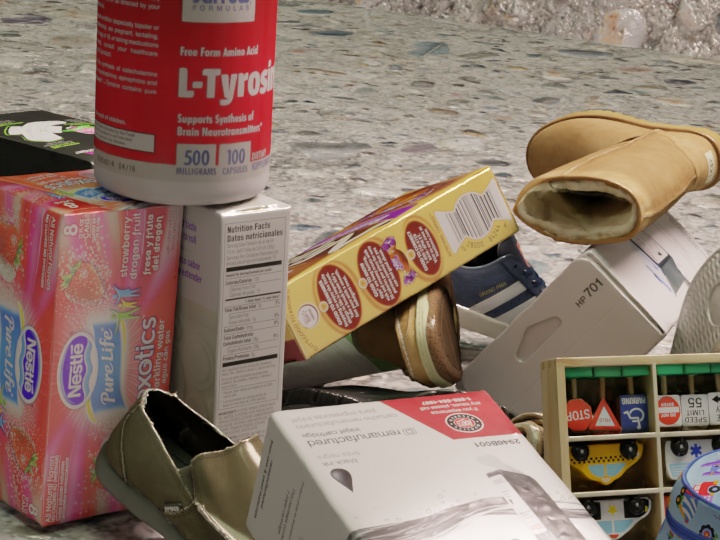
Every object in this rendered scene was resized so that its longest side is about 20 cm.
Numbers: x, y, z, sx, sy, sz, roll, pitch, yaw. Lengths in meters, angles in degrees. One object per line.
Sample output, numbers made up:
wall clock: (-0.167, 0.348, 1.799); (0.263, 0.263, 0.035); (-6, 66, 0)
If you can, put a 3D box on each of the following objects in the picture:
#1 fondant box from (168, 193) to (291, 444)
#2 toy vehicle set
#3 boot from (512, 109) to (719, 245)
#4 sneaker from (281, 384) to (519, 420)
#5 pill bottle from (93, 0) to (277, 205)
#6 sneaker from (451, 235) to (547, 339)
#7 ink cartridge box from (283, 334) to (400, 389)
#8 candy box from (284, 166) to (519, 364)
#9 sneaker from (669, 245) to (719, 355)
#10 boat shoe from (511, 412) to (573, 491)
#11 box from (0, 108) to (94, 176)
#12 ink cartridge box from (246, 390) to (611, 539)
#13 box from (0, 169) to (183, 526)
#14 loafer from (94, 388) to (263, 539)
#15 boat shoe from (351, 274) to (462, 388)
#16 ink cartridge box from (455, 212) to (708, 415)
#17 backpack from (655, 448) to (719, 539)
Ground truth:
fondant box: (-0.110, 0.041, 1.278); (0.058, 0.202, 0.144); (-7, 18, -36)
toy vehicle set: (0.212, 0.116, 1.244); (0.198, 0.126, 0.026); (-1, -7, -18)
boot: (0.164, -0.069, 1.439); (0.174, 0.067, 0.200); (-1, 14, 32)
sneaker: (0.028, 0.107, 1.331); (0.198, 0.077, 0.091); (10, 6, 3)
pill bottle: (-0.107, -0.149, 1.203); (0.111, 0.202, 0.112); (3, 15, -1)
sneaker: (0.131, 0.016, 1.597); (0.198, 0.085, 0.075); (19, 10, -11)
ink cartridge box: (-0.067, 0.065, 1.445); (0.199, 0.048, 0.145); (-5, 29, -34)
candy box: (0.000, 0.000, 1.362); (0.199, 0.057, 0.116); (-32, 8, -30)
sneaker: (0.276, 0.061, 1.334); (0.117, 0.202, 0.074); (7, 35, -14)
boat shoe: (0.112, 0.128, 1.253); (0.198, 0.065, 0.072); (-4, 33, -21)
box: (-0.253, -0.044, 1.633); (0.199, 0.150, 0.124); (15, 17, 36)
ink cartridge box: (0.046, 0.157, 1.041); (0.143, 0.084, 0.200); (-4, 33, -28)
box: (-0.183, 0.046, 1.236); (0.094, 0.202, 0.102); (-7, 20, -42)
loafer: (-0.078, 0.135, 1.150); (0.199, 0.070, 0.075); (30, 27, 28)
boat shoe: (0.031, 0.046, 1.390); (0.075, 0.072, 0.200); (-11, 6, 5)
ink cartridge box: (0.170, 0.039, 1.443); (0.086, 0.146, 0.200); (46, 24, 3)
backpack: (0.266, 0.150, 1.127); (0.198, 0.136, 0.182); (10, 17, 25)
